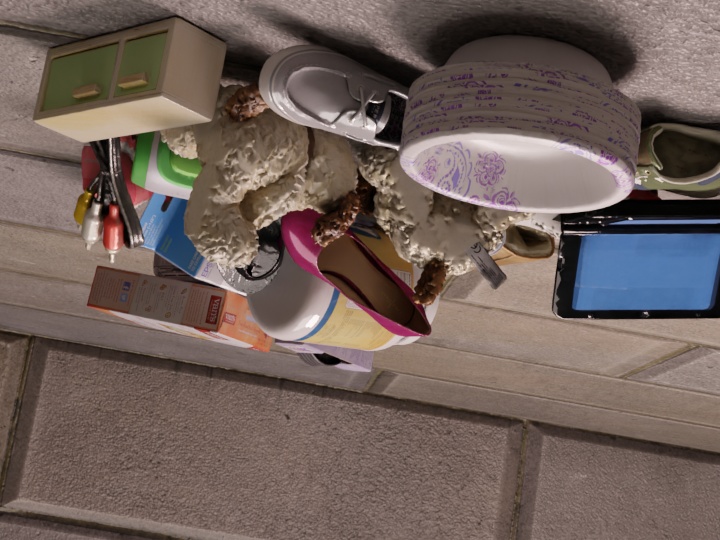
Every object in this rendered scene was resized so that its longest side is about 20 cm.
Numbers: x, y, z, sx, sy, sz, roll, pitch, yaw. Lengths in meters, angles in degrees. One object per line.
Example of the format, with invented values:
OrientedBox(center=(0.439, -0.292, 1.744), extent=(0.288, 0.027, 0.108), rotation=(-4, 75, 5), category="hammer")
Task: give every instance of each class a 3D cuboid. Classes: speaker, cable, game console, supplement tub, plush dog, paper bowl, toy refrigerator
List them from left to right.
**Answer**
OrientedBox(center=(-0.277, -0.092, 1.399), extent=(0.097, 0.050, 0.201), rotation=(39, 144, 27), category="cable")
OrientedBox(center=(-0.220, -0.175, 1.200), extent=(0.199, 0.077, 0.070), rotation=(-1, 164, 42), category="toy refrigerator")
OrientedBox(center=(-0.142, -0.111, 1.391), extent=(0.198, 0.089, 0.088), rotation=(11, 167, -9), category="speaker")
OrientedBox(center=(-0.077, -0.112, 1.233), extent=(0.171, 0.202, 0.160), rotation=(8, 140, -40), category="plush dog")
OrientedBox(center=(-0.018, 0.016, 1.500), extent=(0.199, 0.147, 0.144), rotation=(10, 170, -43), category="supplement tub")
OrientedBox(center=(0.078, -0.058, 1.360), extent=(0.198, 0.162, 0.172), rotation=(11, -169, -8), category="plush dog")
OrientedBox(center=(0.136, -0.126, 1.086), extent=(0.198, 0.106, 0.201), rotation=(10, 167, 2), category="paper bowl")
OrientedBox(center=(0.301, -0.008, 1.274), extent=(0.197, 0.118, 0.176), rotation=(-1, 180, -3), category="game console")

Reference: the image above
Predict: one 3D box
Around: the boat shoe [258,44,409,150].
OrientedBox(center=(0.003, -0.143, 1.141), extent=(0.199, 0.073, 0.068), rotation=(21, -176, -41), category="boat shoe")

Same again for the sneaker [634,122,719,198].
OrientedBox(center=(0.249, -0.107, 1.183), extent=(0.198, 0.068, 0.090), rotation=(2, 167, 4), category="sneaker")

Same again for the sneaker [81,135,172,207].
OrientedBox(center=(-0.284, -0.103, 1.540), extent=(0.073, 0.088, 0.200), rotation=(6, 167, 18), category="sneaker")

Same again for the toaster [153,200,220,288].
OrientedBox(center=(-0.177, -0.037, 1.653), extent=(0.198, 0.131, 0.113), rotation=(1, 166, 34), category="toaster")

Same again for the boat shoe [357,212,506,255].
OrientedBox(center=(0.073, -0.068, 1.510), extent=(0.198, 0.073, 0.062), rotation=(19, -176, -7), category="boat shoe")

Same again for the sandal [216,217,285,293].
OrientedBox(center=(-0.106, -0.037, 1.369), extent=(0.075, 0.048, 0.201), rotation=(15, 136, -14), category="sandal")

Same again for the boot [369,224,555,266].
OrientedBox(center=(0.114, -0.035, 1.614), extent=(0.174, 0.067, 0.199), rotation=(2, 174, -32), category="boot")

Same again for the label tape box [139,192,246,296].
OrientedBox(center=(-0.148, -0.055, 1.499), extent=(0.199, 0.144, 0.066), rotation=(21, -169, -45), category="label tape box")

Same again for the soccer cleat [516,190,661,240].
OrientedBox(center=(0.233, -0.050, 1.394), extent=(0.198, 0.086, 0.068), rotation=(0, 165, 34), category="soccer cleat")

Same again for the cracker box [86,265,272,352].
OrientedBox(center=(-0.220, 0.049, 1.611), extent=(0.198, 0.058, 0.134), rotation=(9, 170, 26), category="cracker box")

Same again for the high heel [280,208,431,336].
OrientedBox(center=(0.000, 0.000, 1.347), extent=(0.200, 0.068, 0.096), rotation=(38, 174, -40), category="high heel")

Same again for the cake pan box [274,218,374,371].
OrientedBox(center=(-0.031, 0.024, 1.654), extent=(0.052, 0.202, 0.184), rotation=(2, 168, 31), category="cake pan box")
